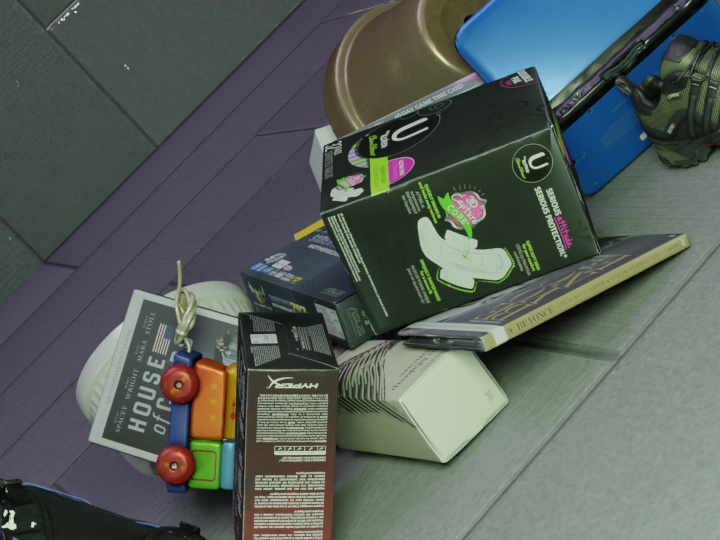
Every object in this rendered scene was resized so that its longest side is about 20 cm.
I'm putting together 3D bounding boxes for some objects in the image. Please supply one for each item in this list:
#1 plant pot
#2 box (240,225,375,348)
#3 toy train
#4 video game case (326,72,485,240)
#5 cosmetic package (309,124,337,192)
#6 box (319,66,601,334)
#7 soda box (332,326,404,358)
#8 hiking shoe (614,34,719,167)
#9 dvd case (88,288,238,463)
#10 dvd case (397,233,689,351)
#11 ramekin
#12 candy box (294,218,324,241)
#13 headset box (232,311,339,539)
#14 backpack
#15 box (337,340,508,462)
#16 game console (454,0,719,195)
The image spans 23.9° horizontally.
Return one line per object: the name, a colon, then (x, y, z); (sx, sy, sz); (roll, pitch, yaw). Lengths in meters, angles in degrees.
plant pot: (0.080, -0.197, 1.653); (0.200, 0.200, 0.175); (-51, 1, -26)
box: (0.000, 0.000, 1.588); (0.157, 0.051, 0.200); (-28, 22, -22)
toy train: (-0.111, 0.095, 1.486); (0.115, 0.201, 0.085); (4, 3, 5)
video game case: (0.058, -0.111, 1.571); (0.200, 0.019, 0.143); (-26, -28, -18)
cosmetic package: (0.052, -0.133, 1.794); (0.199, 0.071, 0.101); (-20, -13, -11)
box: (0.080, -0.061, 1.418); (0.199, 0.125, 0.149); (-20, 25, 9)
soda box: (-0.003, 0.059, 1.640); (0.068, 0.064, 0.200); (-35, 17, 22)
hiking shoe: (0.295, -0.151, 1.401); (0.200, 0.101, 0.076); (-22, 27, 52)
dvd case: (-0.139, 0.113, 1.557); (0.025, 0.199, 0.151); (32, -106, -72)
dvd case: (0.144, 0.015, 1.364); (0.200, 0.016, 0.149); (-26, 10, -22)
ramekin: (-0.169, 0.116, 1.676); (0.200, 0.105, 0.200); (-30, -27, -17)
candy box: (0.035, -0.066, 1.806); (0.200, 0.026, 0.102); (-28, -18, 28)
headset box: (-0.063, 0.150, 1.379); (0.077, 0.201, 0.149); (0, 15, -6)
backpack: (-0.245, 0.292, 1.422); (0.191, 0.199, 0.154); (-89, 17, -58)
box: (0.032, 0.106, 1.420); (0.082, 0.068, 0.200); (-42, 14, -22)
game console: (0.216, -0.199, 1.531); (0.200, 0.171, 0.118); (-41, 49, 4)
